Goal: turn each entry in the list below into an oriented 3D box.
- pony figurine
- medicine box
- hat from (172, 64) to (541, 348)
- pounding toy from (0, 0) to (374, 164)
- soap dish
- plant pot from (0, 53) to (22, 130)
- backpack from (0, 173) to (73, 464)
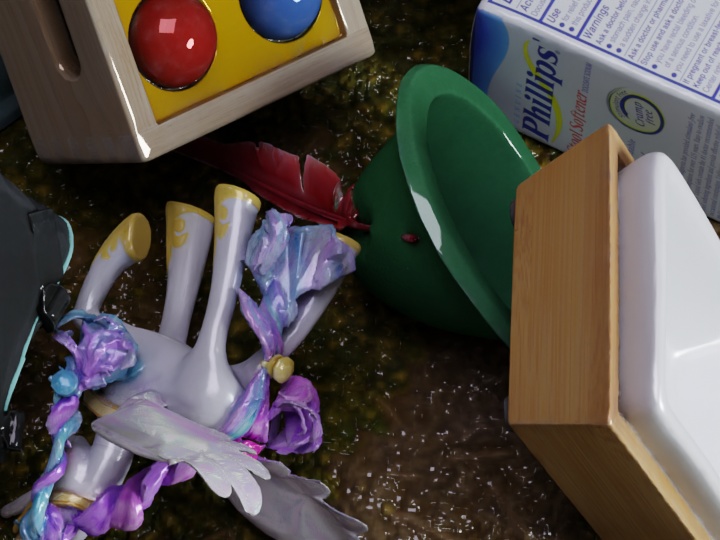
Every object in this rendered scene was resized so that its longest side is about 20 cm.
[{"bbox_3d":[-0.076,0.063,1.444,0.193,0.167,0.200,11,72,38],"label":"pony figurine"},{"bbox_3d":[0.185,-0.139,1.578,0.200,0.103,0.182,25,63,14],"label":"medicine box"},{"bbox_3d":[0.000,0.000,1.530,0.176,0.166,0.200,-28,39,23],"label":"hat"},{"bbox_3d":[-0.106,-0.168,1.493,0.184,0.142,0.200,-28,107,-33],"label":"pounding toy"},{"bbox_3d":[0.133,0.047,1.429,0.081,0.200,0.157,-9,59,21],"label":"soap dish"},{"bbox_3d":[-0.254,-0.175,1.577,0.200,0.134,0.200,0,61,0],"label":"plant pot"},{"bbox_3d":[-0.263,0.022,1.437,0.200,0.153,0.176,-7,58,40],"label":"backpack"}]
